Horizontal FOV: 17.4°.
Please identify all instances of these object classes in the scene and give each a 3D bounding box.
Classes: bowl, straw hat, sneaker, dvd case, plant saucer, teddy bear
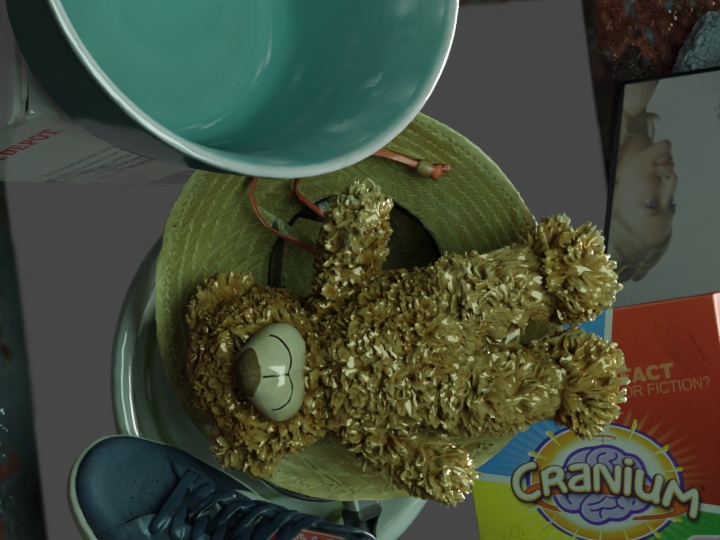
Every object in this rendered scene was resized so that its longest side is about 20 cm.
[{"bbox_3d":[-0.068,-0.125,0.977,0.200,0.105,0.202,8,75,-30],"label":"bowl"},{"bbox_3d":[0.000,0.000,1.102,0.200,0.085,0.202,1,114,1],"label":"straw hat"},{"bbox_3d":[-0.037,0.129,1.048,0.200,0.085,0.075,32,58,-2],"label":"sneaker"},{"bbox_3d":[0.187,-0.014,1.284,0.018,0.142,0.201,16,77,-40],"label":"dvd case"},{"bbox_3d":[-0.044,0.056,1.180,0.199,0.050,0.201,3,84,-33],"label":"plant saucer"},{"bbox_3d":[0.021,0.036,1.033,0.199,0.067,0.146,9,111,-2],"label":"teddy bear"}]

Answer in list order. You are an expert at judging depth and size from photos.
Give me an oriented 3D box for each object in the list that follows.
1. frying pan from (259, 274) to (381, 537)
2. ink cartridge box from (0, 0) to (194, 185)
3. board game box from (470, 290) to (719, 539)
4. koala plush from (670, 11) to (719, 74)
[{"bbox_3d":[-0.020,0.093,1.149,0.115,0.031,0.191,8,78,-32],"label":"frying pan"},{"bbox_3d":[-0.101,-0.092,1.100,0.199,0.145,0.085,0,81,-33],"label":"ink cartridge box"},{"bbox_3d":[0.135,0.119,1.232,0.040,0.152,0.201,-8,88,-64],"label":"board game box"},{"bbox_3d":[0.315,-0.133,1.376,0.177,0.183,0.200,47,51,-21],"label":"koala plush"}]
